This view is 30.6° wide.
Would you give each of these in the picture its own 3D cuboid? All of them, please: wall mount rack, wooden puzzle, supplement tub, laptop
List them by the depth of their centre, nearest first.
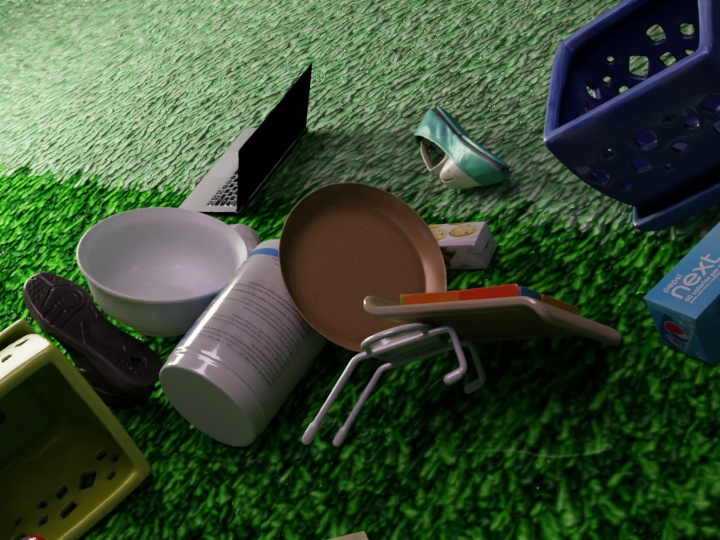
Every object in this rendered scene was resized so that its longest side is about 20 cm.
[{"bbox_3d":[0.130,0.043,1.276,0.198,0.184,0.038,0,80,34],"label":"wooden puzzle"},{"bbox_3d":[0.029,0.111,1.292,0.172,0.200,0.075,-20,76,10],"label":"wall mount rack"},{"bbox_3d":[-0.114,0.076,1.445,0.131,0.133,0.200,5,45,41],"label":"supplement tub"},{"bbox_3d":[-0.163,-0.181,1.833,0.198,0.116,0.188,4,45,40],"label":"laptop"}]

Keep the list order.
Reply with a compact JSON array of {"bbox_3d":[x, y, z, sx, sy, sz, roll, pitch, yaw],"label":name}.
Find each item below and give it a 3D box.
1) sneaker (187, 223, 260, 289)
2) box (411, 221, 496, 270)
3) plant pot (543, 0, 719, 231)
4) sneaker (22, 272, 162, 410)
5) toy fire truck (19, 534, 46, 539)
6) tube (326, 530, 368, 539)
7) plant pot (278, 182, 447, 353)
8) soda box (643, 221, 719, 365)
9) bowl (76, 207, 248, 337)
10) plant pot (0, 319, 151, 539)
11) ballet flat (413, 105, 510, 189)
[{"bbox_3d":[-0.205,0.020,1.641,0.199,0.078,0.100,-32,37,-2],"label":"sneaker"},{"bbox_3d":[0.061,-0.025,1.528,0.198,0.039,0.042,-1,42,36],"label":"box"},{"bbox_3d":[0.324,-0.171,1.366,0.199,0.180,0.201,-30,28,34],"label":"plant pot"},{"bbox_3d":[-0.328,0.093,1.563,0.076,0.199,0.115,-48,-7,-41],"label":"sneaker"},{"bbox_3d":[-0.241,0.320,1.212,0.049,0.200,0.141,-49,10,-29],"label":"toy fire truck"},{"bbox_3d":[-0.078,0.280,1.192,0.198,0.052,0.059,-9,72,-14],"label":"tube"},{"bbox_3d":[0.000,0.000,1.437,0.201,0.199,0.027,-54,6,-33],"label":"plant pot"},{"bbox_3d":[0.364,-0.006,1.252,0.200,0.064,0.068,-42,35,-17],"label":"soda box"},{"bbox_3d":[-0.233,0.014,1.551,0.198,0.091,0.202,5,34,-3],"label":"bowl"},{"bbox_3d":[-0.380,0.185,1.454,0.198,0.201,0.181,-38,29,-12],"label":"plant pot"},{"bbox_3d":[0.120,-0.137,1.622,0.071,0.067,0.200,-52,32,9],"label":"ballet flat"}]
